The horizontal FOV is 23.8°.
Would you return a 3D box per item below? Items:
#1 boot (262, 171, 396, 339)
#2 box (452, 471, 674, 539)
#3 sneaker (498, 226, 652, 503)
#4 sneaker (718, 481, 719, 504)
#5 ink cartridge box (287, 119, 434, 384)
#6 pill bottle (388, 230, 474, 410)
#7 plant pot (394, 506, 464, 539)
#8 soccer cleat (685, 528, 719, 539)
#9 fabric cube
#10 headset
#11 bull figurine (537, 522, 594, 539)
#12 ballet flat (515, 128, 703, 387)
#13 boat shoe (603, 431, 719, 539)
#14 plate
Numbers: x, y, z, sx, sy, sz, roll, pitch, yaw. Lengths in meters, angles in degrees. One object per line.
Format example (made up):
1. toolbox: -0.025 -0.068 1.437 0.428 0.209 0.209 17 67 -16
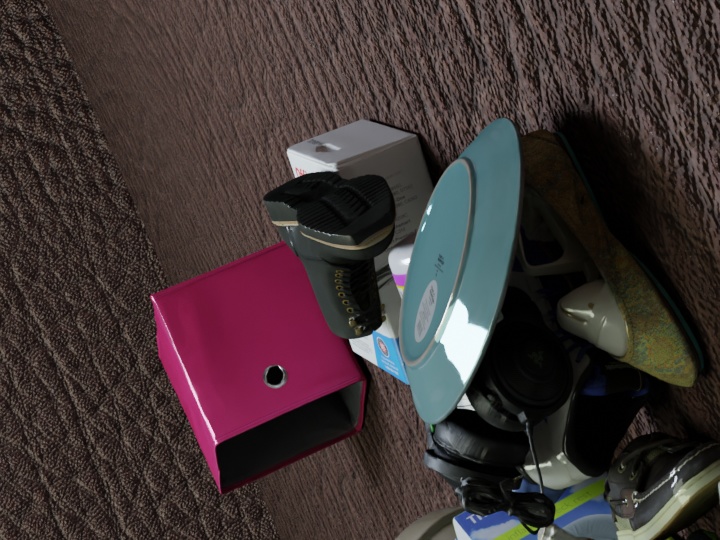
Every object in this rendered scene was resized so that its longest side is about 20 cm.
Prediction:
1. boot: 0.000 0.000 1.346 0.140 0.077 0.200 67 169 -17
2. box: 0.155 0.208 1.250 0.200 0.121 0.048 46 159 56
3. sneaker: 0.141 0.055 1.137 0.115 0.080 0.202 -25 63 50
4. sneaker: 0.255 0.179 0.905 0.200 0.073 0.120 -137 31 -81
5. ink cartridge box: 0.020 -0.020 1.483 0.146 0.084 0.202 28 138 68
6. pill bottle: 0.100 0.060 1.263 0.202 0.103 0.104 69 167 -9
7. plant pot: 0.130 0.281 1.368 0.173 0.199 0.202 -24 90 58
8. soccer cleat: 0.237 0.267 1.109 0.202 0.080 0.067 71 166 -15
9. fabric cube: -0.121 0.114 2.030 0.200 0.194 0.201 96 150 -66
10. headset: 0.075 0.089 1.074 0.124 0.093 0.201 -65 27 27
11. bull figurine: 0.167 0.199 1.014 0.200 0.120 0.066 171 118 -79
12. ballet flat: 0.141 0.000 1.084 0.201 0.070 0.071 61 166 24
13. boat shoe: 0.191 0.139 1.102 0.065 0.073 0.200 58 165 14
14. plate: 0.057 -0.003 1.089 0.200 0.025 0.203 -165 90 -78
